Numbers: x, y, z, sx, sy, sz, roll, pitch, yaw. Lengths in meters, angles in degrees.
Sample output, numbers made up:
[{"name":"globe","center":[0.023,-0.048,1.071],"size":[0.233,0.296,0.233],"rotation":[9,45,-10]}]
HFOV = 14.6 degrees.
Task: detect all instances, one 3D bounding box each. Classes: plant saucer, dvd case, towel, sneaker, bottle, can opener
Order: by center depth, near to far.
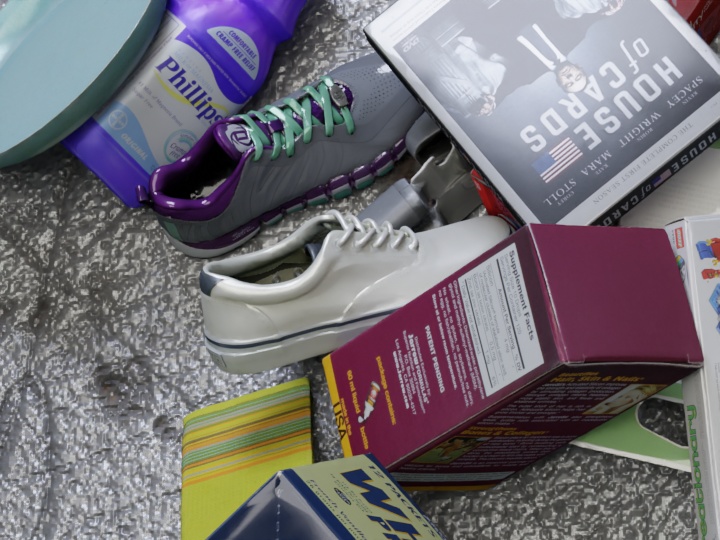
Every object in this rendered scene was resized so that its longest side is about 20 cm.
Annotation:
[{"name":"dvd case","center":[0.115,-0.119,1.654],"size":[0.150,0.025,0.200],"rotation":[-38,61,-1]},{"name":"towel","center":[-0.066,0.139,1.655],"size":[0.085,0.018,0.201],"rotation":[-18,33,10]},{"name":"sneaker","center":[0.000,0.000,1.660],"size":[0.199,0.071,0.073],"rotation":[-20,31,-12]},{"name":"can opener","center":[0.024,-0.038,1.735],"size":[0.200,0.053,0.067],"rotation":[-40,40,2]},{"name":"sneaker","center":[-0.043,-0.078,1.737],"size":[0.199,0.088,0.075],"rotation":[-34,69,4]},{"name":"bottle","center":[-0.101,-0.134,1.772],"size":[0.200,0.084,0.065],"rotation":[-45,34,-2]},{"name":"plant saucer","center":[-0.190,-0.136,1.776],"size":[0.199,0.027,0.201],"rotation":[-32,32,22]}]

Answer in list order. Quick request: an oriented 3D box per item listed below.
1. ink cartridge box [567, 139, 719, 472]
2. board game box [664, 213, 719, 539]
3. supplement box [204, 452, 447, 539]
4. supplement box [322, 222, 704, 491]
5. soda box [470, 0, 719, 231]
[{"name":"ink cartridge box","center":[0.214,0.023,1.660],"size":[0.144,0.048,0.202],"rotation":[12,81,19]},{"name":"board game box","center":[0.245,0.066,1.588],"size":[0.125,0.035,0.202],"rotation":[-4,85,-16]},{"name":"supplement box","center":[-0.043,0.213,1.460],"size":[0.200,0.200,0.134],"rotation":[-43,80,9]},{"name":"supplement box","center":[0.084,0.052,1.600],"size":[0.200,0.110,0.086],"rotation":[-35,62,45]},{"name":"soda box","center":[0.148,-0.112,1.695],"size":[0.063,0.070,0.201],"rotation":[29,78,21]}]
